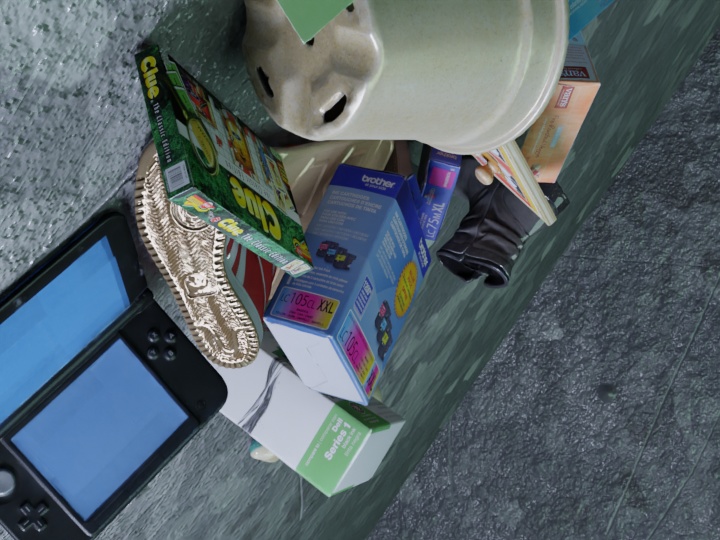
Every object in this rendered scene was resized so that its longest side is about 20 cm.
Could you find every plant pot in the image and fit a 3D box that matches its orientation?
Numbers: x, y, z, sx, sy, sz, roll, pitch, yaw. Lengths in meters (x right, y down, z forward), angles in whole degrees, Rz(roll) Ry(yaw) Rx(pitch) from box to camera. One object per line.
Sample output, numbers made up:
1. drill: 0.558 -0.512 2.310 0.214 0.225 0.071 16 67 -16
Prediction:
1. plant pot: 0.020 -0.174 0.679 0.182 0.200 0.203 -18 143 -43

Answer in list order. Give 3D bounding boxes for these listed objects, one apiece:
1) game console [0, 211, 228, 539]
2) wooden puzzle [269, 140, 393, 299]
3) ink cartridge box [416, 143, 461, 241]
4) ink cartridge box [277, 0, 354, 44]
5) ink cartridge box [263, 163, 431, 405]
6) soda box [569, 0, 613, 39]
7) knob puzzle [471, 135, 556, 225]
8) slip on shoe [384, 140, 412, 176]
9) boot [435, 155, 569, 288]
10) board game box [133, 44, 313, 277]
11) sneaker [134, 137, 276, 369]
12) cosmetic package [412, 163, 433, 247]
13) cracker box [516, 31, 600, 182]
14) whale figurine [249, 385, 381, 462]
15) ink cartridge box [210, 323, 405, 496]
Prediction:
1. game console: -0.203 0.092 0.684 0.200 0.171 0.118 -45 -172 -25
2. wooden puzzle: -0.067 -0.053 0.890 0.199 0.046 0.187 -19 141 -55
3. ink cartridge box: 0.087 -0.123 1.020 0.120 0.041 0.203 104 1 -51
4. ink cartridge box: 0.005 -0.252 0.542 0.200 0.147 0.048 -47 -155 -25
5. ink cartridge box: 0.000 0.000 0.861 0.203 0.075 0.137 -66 154 -25
6. soda box: 0.154 -0.227 0.810 0.067 0.065 0.200 -13 -157 49
7. knob puzzle: 0.087 -0.133 0.864 0.030 0.220 0.219 -43 163 4
8. slip on shoe: 0.018 -0.051 0.991 0.076 0.059 0.205 160 -67 -80
9. boot: 0.124 -0.058 1.023 0.132 0.070 0.199 -48 -154 -10
10. board game box: -0.090 -0.068 0.661 0.023 0.107 0.200 -20 161 13
11. sneaker: -0.116 -0.035 0.734 0.113 0.070 0.203 -81 162 -54
12. cosmetic package: 0.018 -0.031 1.105 0.200 0.073 0.103 -44 160 -34
13. cracker box: 0.172 -0.209 0.950 0.056 0.203 0.135 0 143 -12
14. whale figurine: -0.069 0.193 1.300 0.197 0.105 0.159 -29 163 2
15. ink cartridge box: -0.067 0.139 0.989 0.085 0.198 0.146 -57 163 5
